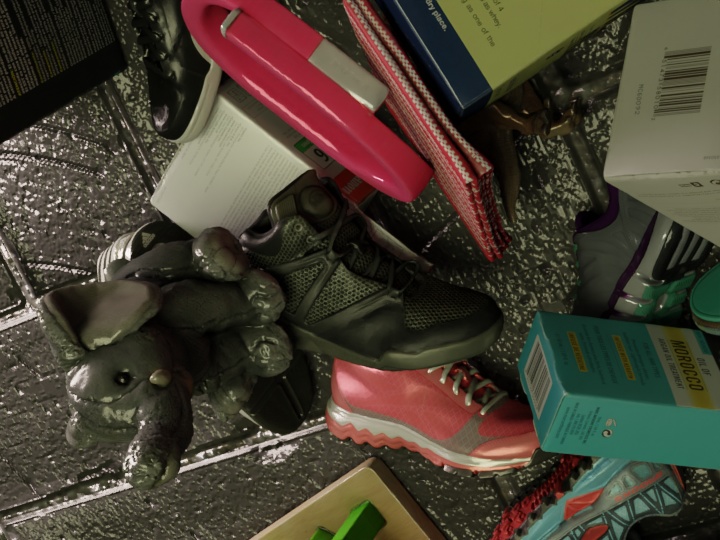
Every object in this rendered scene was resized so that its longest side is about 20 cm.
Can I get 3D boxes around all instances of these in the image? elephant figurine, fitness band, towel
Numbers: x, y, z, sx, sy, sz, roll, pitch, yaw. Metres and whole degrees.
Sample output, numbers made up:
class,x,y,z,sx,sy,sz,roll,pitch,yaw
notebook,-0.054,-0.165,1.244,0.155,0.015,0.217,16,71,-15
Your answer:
class,x,y,z,sx,sy,sz,roll,pitch,yaw
elephant figurine,-0.146,0.059,1.008,0.155,0.200,0.142,-35,91,43
fitness band,-0.035,-0.117,1.006,0.199,0.144,0.038,39,82,4
towel,0.045,-0.087,0.969,0.022,0.200,0.145,-33,75,1

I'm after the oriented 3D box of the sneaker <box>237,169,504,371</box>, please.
class,x,y,z,sx,sy,sz,roll,pitch,yaw
sneaker,0.000,0.000,1.056,0.197,0.076,0.116,11,123,24

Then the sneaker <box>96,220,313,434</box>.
class,x,y,z,sx,sy,sz,roll,pitch,yaw
sneaker,-0.125,0.047,1.210,0.201,0.076,0.115,50,150,-18

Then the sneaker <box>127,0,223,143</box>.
class,x,y,z,sx,sy,sz,roll,pitch,yaw
sneaker,-0.150,-0.188,1.060,0.073,0.111,0.203,29,114,50

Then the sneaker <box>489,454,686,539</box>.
class,x,y,z,sx,sy,sz,roll,pitch,yaw
sneaker,0.157,0.196,1.131,0.095,0.079,0.200,38,125,-2

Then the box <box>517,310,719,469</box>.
class,x,y,z,sx,sy,sz,roll,pitch,yaw
box,0.206,0.080,0.999,0.197,0.083,0.050,7,127,-14

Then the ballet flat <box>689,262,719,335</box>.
class,x,y,z,sx,sy,sz,roll,pitch,yaw
ballet flat,0.304,-0.002,0.985,0.199,0.074,0.075,-30,98,35

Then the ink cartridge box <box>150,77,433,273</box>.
class,x,y,z,sx,sy,sz,roll,pitch,yaw
ink cartridge box,-0.044,-0.037,1.133,0.199,0.050,0.109,38,121,3

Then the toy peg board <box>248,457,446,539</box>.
class,x,y,z,sx,sy,sz,roll,pitch,yaw
toy peg board,-0.009,0.290,1.238,0.199,0.098,0.200,-37,94,33

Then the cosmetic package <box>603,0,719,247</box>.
class,x,y,z,sx,sy,sz,roll,pitch,yaw
cosmetic package,0.235,-0.068,0.885,0.084,0.199,0.109,-1,71,46

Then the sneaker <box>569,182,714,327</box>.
class,x,y,z,sx,sy,sz,roll,pitch,yaw
sneaker,0.172,0.012,1.061,0.088,0.074,0.202,48,132,33

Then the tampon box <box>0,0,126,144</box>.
class,x,y,z,sx,sy,sz,roll,pitch,yaw
tampon box,-0.289,-0.157,1.100,0.148,0.200,0.128,-10,109,27

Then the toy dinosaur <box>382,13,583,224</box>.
class,x,y,z,sx,sy,sz,roll,pitch,yaw
toy dinosaur,0.067,-0.135,1.021,0.134,0.086,0.202,3,121,26

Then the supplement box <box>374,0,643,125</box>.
class,x,y,z,sx,sy,sz,roll,pitch,yaw
supplement box,0.085,-0.223,0.882,0.199,0.134,0.201,-34,91,2

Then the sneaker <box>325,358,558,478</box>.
class,x,y,z,sx,sy,sz,roll,pitch,yaw
sneaker,0.057,0.090,1.124,0.198,0.074,0.088,9,109,30
